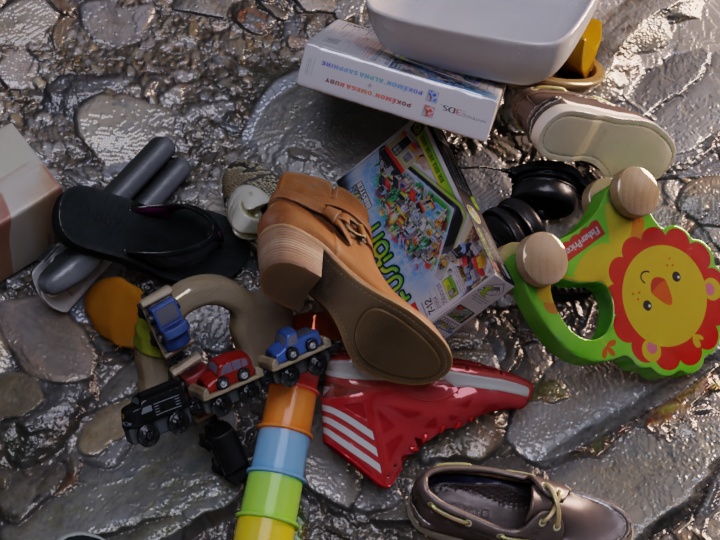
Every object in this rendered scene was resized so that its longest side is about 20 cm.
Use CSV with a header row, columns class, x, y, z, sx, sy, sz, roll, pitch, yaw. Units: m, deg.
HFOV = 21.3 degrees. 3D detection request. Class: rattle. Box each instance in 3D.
class,x,y,z,sx,sy,sz,roll,pitch,yaw
rattle,-0.128,0.052,1.733,0.199,0.143,0.131,-15,98,-29

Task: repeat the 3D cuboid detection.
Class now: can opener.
class,x,y,z,sx,sy,sz,roll,pitch,yaw
can opener,-0.224,-0.041,1.751,0.200,0.066,0.053,-52,123,-28

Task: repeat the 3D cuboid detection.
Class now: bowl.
class,x,y,z,sx,sy,sz,roll,pitch,yaw
bowl,0.119,-0.243,1.739,0.198,0.075,0.200,13,45,17

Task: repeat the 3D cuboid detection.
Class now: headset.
class,x,y,z,sx,sy,sz,roll,pitch,yaw
headset,0.151,-0.051,1.801,0.200,0.094,0.124,38,63,-4

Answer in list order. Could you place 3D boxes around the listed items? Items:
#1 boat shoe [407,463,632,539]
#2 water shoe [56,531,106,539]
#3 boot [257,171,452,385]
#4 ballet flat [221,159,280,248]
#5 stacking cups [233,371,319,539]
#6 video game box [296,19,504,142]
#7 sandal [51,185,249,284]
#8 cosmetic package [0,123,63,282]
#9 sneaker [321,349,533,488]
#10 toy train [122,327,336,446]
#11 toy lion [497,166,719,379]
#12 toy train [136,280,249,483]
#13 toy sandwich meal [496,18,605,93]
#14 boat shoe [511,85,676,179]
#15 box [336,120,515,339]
class,x,y,z,sx,sy,sz,roll,pitch,yaw
boat shoe,0.142,0.209,1.655,0.198,0.060,0.072,11,62,0
water shoe,-0.197,0.295,1.577,0.071,0.079,0.201,-24,68,-16
boot,0.000,0.000,1.652,0.199,0.074,0.155,36,29,-19
ballet flat,-0.069,-0.031,1.725,0.200,0.068,0.075,42,32,21
stacking cups,-0.074,0.159,1.651,0.060,0.061,0.202,8,72,-1
video game box,0.044,-0.180,1.785,0.181,0.200,0.047,15,105,4
sandal,-0.179,-0.031,1.715,0.199,0.048,0.076,10,68,-35
cosmetic package,-0.367,-0.029,1.710,0.199,0.104,0.087,-34,70,-18
sneaker,0.054,0.136,1.701,0.198,0.078,0.117,7,93,-16
toy train,-0.109,0.091,1.598,0.199,0.034,0.046,-22,104,-25
toy lion,0.240,0.020,1.738,0.199,0.069,0.193,-33,95,-29
toy train,-0.141,0.098,1.634,0.034,0.046,0.201,-30,114,-15
toy sandwich meal,0.154,-0.233,1.835,0.203,0.071,0.205,14,22,-6
boat shoe,0.220,-0.129,1.798,0.199,0.072,0.060,10,29,-43
box,0.056,-0.034,1.734,0.110,0.035,0.201,-38,51,19
